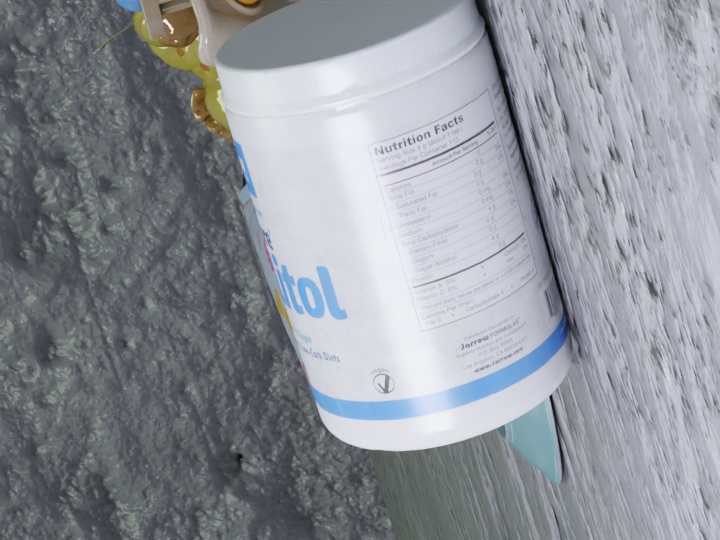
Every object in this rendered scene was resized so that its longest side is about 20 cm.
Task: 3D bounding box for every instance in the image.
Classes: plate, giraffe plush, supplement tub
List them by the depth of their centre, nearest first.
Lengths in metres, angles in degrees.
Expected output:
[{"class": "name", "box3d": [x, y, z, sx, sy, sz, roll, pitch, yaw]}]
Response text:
[{"class": "supplement tub", "box3d": [0.018, -0.027, 1.304, 0.132, 0.132, 0.201, -119, 11, -71]}, {"class": "plate", "box3d": [0.074, 0.032, 1.579, 0.200, 0.026, 0.201, 163, 90, -87]}, {"class": "giraffe plush", "box3d": [-0.109, -0.187, 2.347, 0.162, 0.200, 0.173, 49, -149, -5]}]

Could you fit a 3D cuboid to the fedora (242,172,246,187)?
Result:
[{"class": "fedora", "box3d": [-0.013, -0.013, 2.048, 0.201, 0.091, 0.201, -90, -26, -79]}]

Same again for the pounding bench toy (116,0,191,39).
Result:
[{"class": "pounding bench toy", "box3d": [-0.129, -0.284, 2.044, 0.200, 0.156, 0.125, 83, 168, -70]}]

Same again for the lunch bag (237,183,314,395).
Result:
[{"class": "lunch bag", "box3d": [0.000, 0.000, 1.777, 0.200, 0.127, 0.170, 142, 108, -76]}]

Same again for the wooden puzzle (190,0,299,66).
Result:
[{"class": "wooden puzzle", "box3d": [-0.063, -0.225, 1.728, 0.185, 0.046, 0.201, 2, -110, -58]}]
